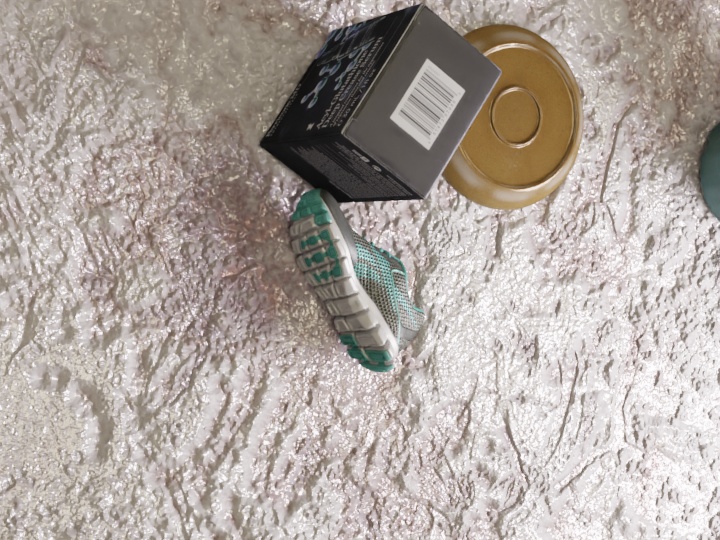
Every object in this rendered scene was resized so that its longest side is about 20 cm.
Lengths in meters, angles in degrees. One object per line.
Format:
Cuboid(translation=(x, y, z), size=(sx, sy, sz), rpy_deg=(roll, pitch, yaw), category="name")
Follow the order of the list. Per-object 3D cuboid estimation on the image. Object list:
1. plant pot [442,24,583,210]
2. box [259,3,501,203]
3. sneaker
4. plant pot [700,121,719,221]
Cuboid(translation=(0.162, -0.165, 1.576), size=(0.200, 0.027, 0.201), rpy_deg=(-1, 93, -26), category="plant pot")
Cuboid(translation=(0.015, -0.154, 1.408), size=(0.107, 0.200, 0.149), rpy_deg=(36, 75, -22), category="box")
Cuboid(translation=(0.000, 0.000, 1.488), size=(0.091, 0.077, 0.200), rpy_deg=(-38, 111, -36), category="sneaker")
Cuboid(translation=(0.500, -0.113, 1.649), size=(0.200, 0.196, 0.201), rpy_deg=(0, 91, -26), category="plant pot")
